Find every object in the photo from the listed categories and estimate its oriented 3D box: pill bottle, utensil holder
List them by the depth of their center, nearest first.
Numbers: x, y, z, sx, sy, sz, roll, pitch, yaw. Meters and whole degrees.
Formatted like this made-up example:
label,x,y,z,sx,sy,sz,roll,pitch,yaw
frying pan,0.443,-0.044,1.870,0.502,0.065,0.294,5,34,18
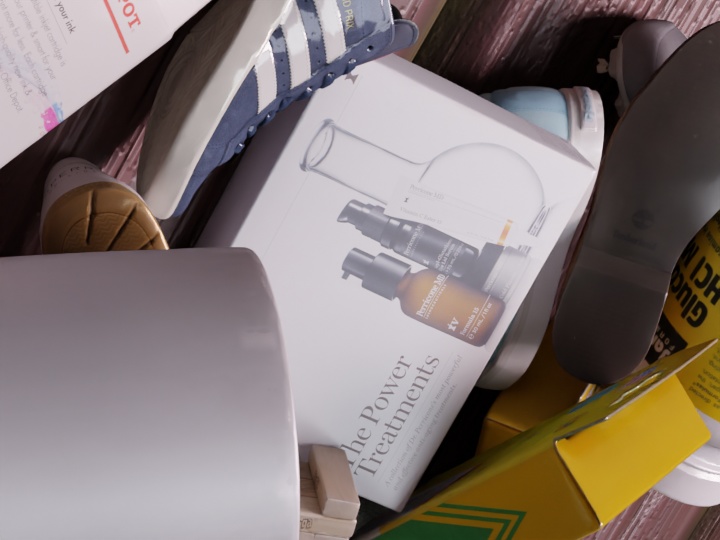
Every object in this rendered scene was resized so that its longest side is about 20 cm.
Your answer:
label,x,y,z,sx,sy,sz,roll,pitch,yaw
utensil holder,-0.138,0.073,1.140,0.199,0.170,0.171,-5,128,-13
pill bottle,0.211,0.024,1.455,0.112,0.113,0.200,0,130,-46

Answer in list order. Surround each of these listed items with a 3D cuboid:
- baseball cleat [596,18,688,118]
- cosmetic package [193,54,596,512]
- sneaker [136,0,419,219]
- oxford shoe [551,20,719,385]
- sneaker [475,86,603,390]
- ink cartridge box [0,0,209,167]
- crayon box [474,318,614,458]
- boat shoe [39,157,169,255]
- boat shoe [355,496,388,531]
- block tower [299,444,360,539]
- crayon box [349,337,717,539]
label,x,y,z,sx,sy,sz,roll,pitch,yaw
baseball cleat,0.209,-0.089,1.484,0.200,0.106,0.070,27,65,-59
cosmetic package,0.000,0.000,1.331,0.150,0.052,0.201,24,103,-21
sneaker,-0.026,-0.100,1.232,0.084,0.075,0.201,28,100,-22
oxford shoe,0.151,-0.042,1.418,0.201,0.071,0.071,-62,-175,13
sneaker,0.064,-0.021,1.435,0.081,0.074,0.201,7,129,-10
ink cartridge box,-0.154,-0.114,1.111,0.200,0.067,0.117,-38,141,-15
crayon box,0.098,0.117,1.539,0.126,0.051,0.201,-49,156,-56
boat shoe,-0.100,0.036,1.264,0.070,0.069,0.201,-17,119,-8
boat shoe,0.007,0.157,1.509,0.072,0.060,0.202,-45,143,-9
block tower,-0.054,0.181,1.344,0.057,0.054,0.201,10,115,-16
crayon box,0.089,0.109,1.377,0.200,0.051,0.127,-31,178,38
